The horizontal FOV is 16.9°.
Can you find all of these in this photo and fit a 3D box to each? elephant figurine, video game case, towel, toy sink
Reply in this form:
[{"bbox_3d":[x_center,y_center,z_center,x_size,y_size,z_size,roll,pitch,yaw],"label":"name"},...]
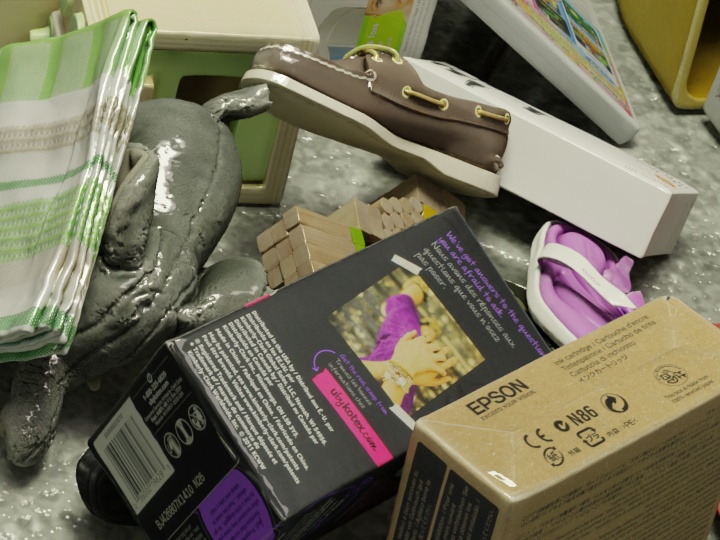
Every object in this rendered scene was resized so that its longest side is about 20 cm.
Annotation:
[{"bbox_3d":[-0.122,-0.001,1.339,0.141,0.156,0.200,7,30,-13],"label":"elephant figurine"},{"bbox_3d":[0.108,-0.198,1.680,0.200,0.024,0.183,39,24,-33],"label":"video game case"},{"bbox_3d":[-0.189,-0.043,1.322,0.031,0.149,0.201,33,60,-40],"label":"towel"},{"bbox_3d":[-0.140,-0.122,1.497,0.199,0.131,0.112,2,39,-18],"label":"toy sink"}]

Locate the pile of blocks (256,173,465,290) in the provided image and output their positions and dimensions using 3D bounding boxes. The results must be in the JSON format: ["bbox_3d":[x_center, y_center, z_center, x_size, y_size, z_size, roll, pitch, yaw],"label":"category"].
[{"bbox_3d":[0.000,0.000,1.446,0.200,0.062,0.082,-19,78,-58],"label":"pile of blocks"}]

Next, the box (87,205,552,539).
[{"bbox_3d":[-0.018,0.068,1.229,0.199,0.122,0.106,-25,76,-38],"label":"box"}]

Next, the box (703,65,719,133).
[{"bbox_3d":[0.377,-0.137,1.638,0.198,0.201,0.172,-3,42,-24],"label":"box"}]

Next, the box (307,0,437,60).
[{"bbox_3d":[-0.062,-0.183,1.615,0.199,0.113,0.102,2,41,-18],"label":"box"}]

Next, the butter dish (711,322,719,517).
[{"bbox_3d":[0.304,0.062,1.400,0.199,0.148,0.200,8,38,-10],"label":"butter dish"}]

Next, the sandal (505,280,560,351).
[{"bbox_3d":[0.089,0.061,1.408,0.079,0.058,0.201,26,16,-16],"label":"sandal"}]

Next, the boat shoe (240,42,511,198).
[{"bbox_3d":[0.013,-0.101,1.468,0.199,0.060,0.072,22,-8,-36],"label":"boat shoe"}]

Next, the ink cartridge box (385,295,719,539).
[{"bbox_3d":[0.102,0.123,1.236,0.199,0.166,0.075,-23,49,-40],"label":"ink cartridge box"}]

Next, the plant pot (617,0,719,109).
[{"bbox_3d":[0.289,-0.254,1.775,0.193,0.197,0.200,-3,34,-23],"label":"plant pot"}]

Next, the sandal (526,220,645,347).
[{"bbox_3d":[0.140,0.008,1.453,0.082,0.050,0.203,21,20,-16],"label":"sandal"}]

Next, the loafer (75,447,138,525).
[{"bbox_3d":[-0.078,0.080,1.320,0.200,0.069,0.070,-27,32,-36],"label":"loafer"}]

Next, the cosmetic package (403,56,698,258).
[{"bbox_3d":[0.115,-0.075,1.567,0.199,0.051,0.082,28,13,17],"label":"cosmetic package"}]
